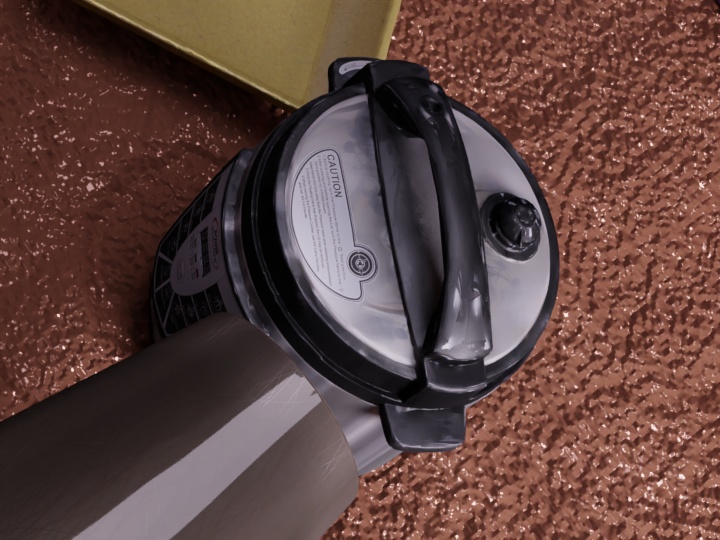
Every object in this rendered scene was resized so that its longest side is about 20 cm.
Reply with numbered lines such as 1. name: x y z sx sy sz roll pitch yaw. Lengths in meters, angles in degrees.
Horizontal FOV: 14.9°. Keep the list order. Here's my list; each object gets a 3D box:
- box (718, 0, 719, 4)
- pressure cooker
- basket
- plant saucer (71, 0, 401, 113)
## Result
1. box: 0.296 -0.246 1.678 0.096 0.200 0.177 -7 73 -32
2. pressure cooker: 0.002 -0.001 1.395 0.176 0.200 0.179 45 54 -6
3. basket: -0.109 0.122 1.282 0.200 0.136 0.180 -36 80 -21
4. plant saucer: -0.071 -0.186 1.530 0.199 0.048 0.201 26 58 -17
